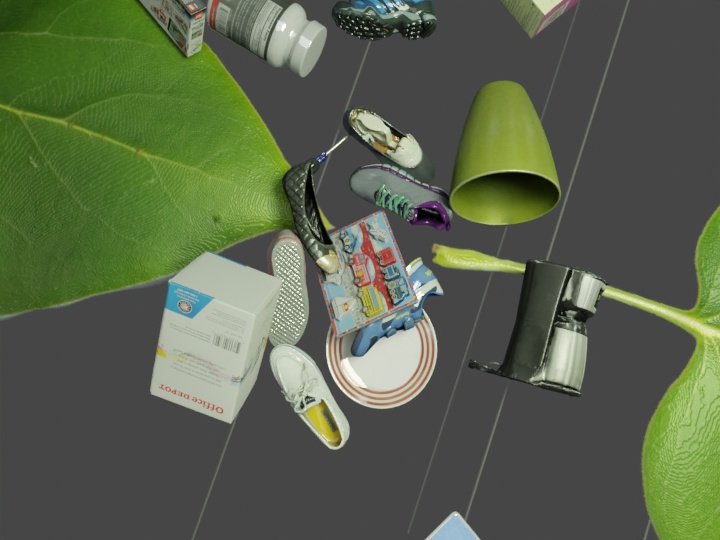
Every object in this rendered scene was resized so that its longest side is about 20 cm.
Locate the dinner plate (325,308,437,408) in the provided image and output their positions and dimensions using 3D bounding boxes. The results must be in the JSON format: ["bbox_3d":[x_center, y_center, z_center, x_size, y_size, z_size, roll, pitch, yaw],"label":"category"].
[{"bbox_3d":[0.037,0.136,1.156,0.194,0.024,0.207,0,85,0],"label":"dinner plate"}]

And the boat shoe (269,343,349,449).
[{"bbox_3d":[-0.089,0.216,1.108,0.074,0.086,0.205,-32,89,2],"label":"boat shoe"}]

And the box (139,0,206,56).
[{"bbox_3d":[-0.355,-0.497,1.181,0.035,0.110,0.201,-37,84,-29],"label":"box"}]

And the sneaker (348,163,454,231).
[{"bbox_3d":[0.071,-0.125,1.143,0.194,0.088,0.076,16,122,2],"label":"sneaker"}]

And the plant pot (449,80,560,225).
[{"bbox_3d":[0.242,-0.212,1.129,0.181,0.188,0.206,2,69,0],"label":"plant pot"}]

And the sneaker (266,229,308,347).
[{"bbox_3d":[-0.128,0.025,1.152,0.073,0.105,0.206,1,113,-8],"label":"sneaker"}]

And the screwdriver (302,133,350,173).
[{"bbox_3d":[-0.051,-0.223,1.193,0.199,0.029,0.028,-43,67,-4],"label":"screwdriver"}]

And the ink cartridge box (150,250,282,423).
[{"bbox_3d":[-0.231,0.105,1.063,0.144,0.145,0.205,20,112,3],"label":"ink cartridge box"}]

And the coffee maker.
[{"bbox_3d":[0.299,0.089,1.106,0.187,0.135,0.206,15,83,2],"label":"coffee maker"}]

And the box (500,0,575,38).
[{"bbox_3d":[0.325,-0.568,1.197,0.175,0.097,0.202,-38,86,-4],"label":"box"}]

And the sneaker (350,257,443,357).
[{"bbox_3d":[0.061,0.076,1.116,0.082,0.074,0.201,41,86,2],"label":"sneaker"}]

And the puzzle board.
[{"bbox_3d":[0.000,0.000,1.117,0.147,0.018,0.203,-23,54,6],"label":"puzzle board"}]

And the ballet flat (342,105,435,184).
[{"bbox_3d":[0.052,-0.225,1.167,0.198,0.073,0.074,36,85,0],"label":"ballet flat"}]

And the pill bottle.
[{"bbox_3d":[-0.165,-0.437,1.173,0.197,0.116,0.118,31,84,3],"label":"pill bottle"}]

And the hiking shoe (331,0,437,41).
[{"bbox_3d":[0.043,-0.476,1.206,0.194,0.074,0.089,1,76,-10],"label":"hiking shoe"}]

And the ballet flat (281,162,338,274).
[{"bbox_3d":[-0.081,-0.090,1.124,0.056,0.066,0.204,-28,76,24],"label":"ballet flat"}]

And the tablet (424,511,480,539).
[{"bbox_3d":[0.132,0.527,1.118,0.199,0.014,0.131,-42,85,-5],"label":"tablet"}]
